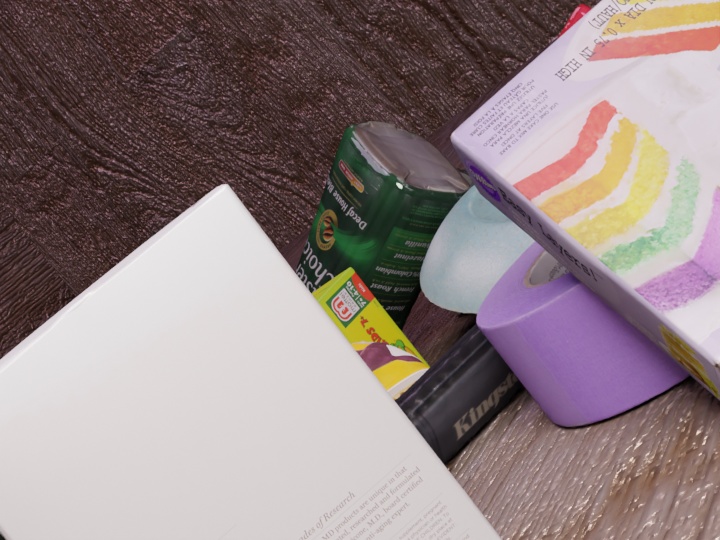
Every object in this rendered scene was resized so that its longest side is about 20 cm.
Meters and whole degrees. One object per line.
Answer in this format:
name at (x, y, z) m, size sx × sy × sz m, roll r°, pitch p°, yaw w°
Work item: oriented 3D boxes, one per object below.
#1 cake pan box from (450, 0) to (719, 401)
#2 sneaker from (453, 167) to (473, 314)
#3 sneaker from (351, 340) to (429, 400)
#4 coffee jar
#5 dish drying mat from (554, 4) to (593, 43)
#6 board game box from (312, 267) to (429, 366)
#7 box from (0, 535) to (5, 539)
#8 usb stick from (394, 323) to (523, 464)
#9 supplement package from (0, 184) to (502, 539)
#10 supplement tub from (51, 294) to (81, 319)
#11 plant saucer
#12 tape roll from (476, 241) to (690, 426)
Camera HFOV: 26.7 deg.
cake pan box at (0.166, -0.064, 0.640) m, size 0.199 × 0.052 × 0.184 m, roll -40°, pitch 50°, yaw -4°
sneaker at (0.097, -0.038, 1.125) m, size 0.070 × 0.100 × 0.200 m, roll -45°, pitch 8°, yaw -36°
sneaker at (-0.042, 0.092, 0.850) m, size 0.198 × 0.076 × 0.090 m, roll -15°, pitch 29°, yaw -39°
coffee jar at (0.000, 0.000, 1.121) m, size 0.084 × 0.104 × 0.202 m, roll 4°, pitch -59°, yaw -36°
dish drying mat at (0.171, -0.095, 0.933) m, size 0.077 × 0.018 × 0.200 m, roll -59°, pitch 37°, yaw 14°
board game box at (-0.043, 0.085, 1.074) m, size 0.199 × 0.102 × 0.048 m, roll -33°, pitch 9°, yaw 47°
box at (-0.114, 0.125, 0.742) m, size 0.144 × 0.201 × 0.036 m, roll -39°, pitch 3°, yaw -5°
usb stick at (0.060, 0.066, 0.844) m, size 0.200 × 0.056 × 0.032 m, roll -42°, pitch 42°, yaw -22°
supplement package at (-0.060, 0.092, 0.650) m, size 0.151 × 0.201 × 0.151 m, roll -39°, pitch 6°, yaw -9°
supplement tub at (-0.136, 0.123, 0.884) m, size 0.140 × 0.201 × 0.140 m, roll -38°, pitch 6°, yaw 4°
plant saucer at (0.124, -0.043, 0.983) m, size 0.199 × 0.039 × 0.202 m, roll -21°, pitch 23°, yaw 9°
tape roll at (0.154, -0.011, 0.762) m, size 0.199 × 0.066 × 0.200 m, roll -39°, pitch 7°, yaw 5°
